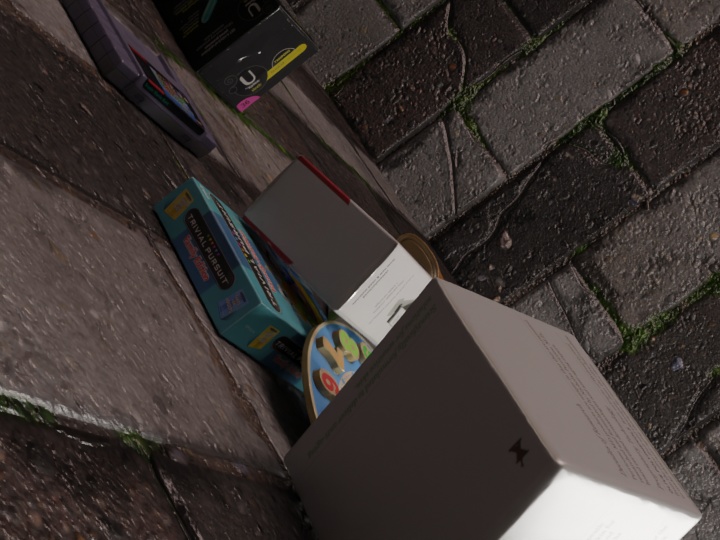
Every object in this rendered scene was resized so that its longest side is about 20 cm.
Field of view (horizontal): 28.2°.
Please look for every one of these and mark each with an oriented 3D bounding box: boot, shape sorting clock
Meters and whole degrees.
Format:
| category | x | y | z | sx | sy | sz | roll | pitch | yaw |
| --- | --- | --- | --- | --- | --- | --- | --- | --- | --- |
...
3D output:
| category | x | y | z | sx | sy | sz | roll | pitch | yaw |
| --- | --- | --- | --- | --- | --- | --- | --- | --- | --- |
| boot | 0.121 | 0.021 | 2.466 | 0.200 | 0.077 | 0.155 | 56 | 9 | -4 |
| shape sorting clock | 0.009 | 0.135 | 1.214 | 0.200 | 0.039 | 0.200 | 56 | 21 | -35 |

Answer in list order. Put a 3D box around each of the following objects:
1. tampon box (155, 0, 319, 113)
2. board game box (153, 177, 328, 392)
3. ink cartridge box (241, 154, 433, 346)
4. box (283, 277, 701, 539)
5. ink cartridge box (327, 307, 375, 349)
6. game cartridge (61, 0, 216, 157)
| category | x | y | z | sx | sy | sz | roll | pitch | yaw |
| --- | --- | --- | --- | --- | --- | --- | --- | --- | --- |
| tampon box | -0.182 | -0.358 | 2.029 | 0.200 | 0.150 | 0.126 | 59 | 10 | 33 |
| board game box | -0.087 | 0.023 | 1.269 | 0.151 | 0.047 | 0.200 | 58 | 8 | 33 |
| ink cartridge box | 0.000 | 0.000 | 1.326 | 0.147 | 0.083 | 0.200 | 43 | 0 | 31 |
| box | 0.088 | 0.156 | 1.035 | 0.171 | 0.199 | 0.200 | 22 | 26 | -40 |
| ink cartridge box | 0.021 | 0.060 | 1.699 | 0.117 | 0.067 | 0.200 | 52 | 8 | -12 |
| game cartridge | -0.228 | -0.207 | 1.508 | 0.130 | 0.038 | 0.200 | 53 | 6 | 30 |
